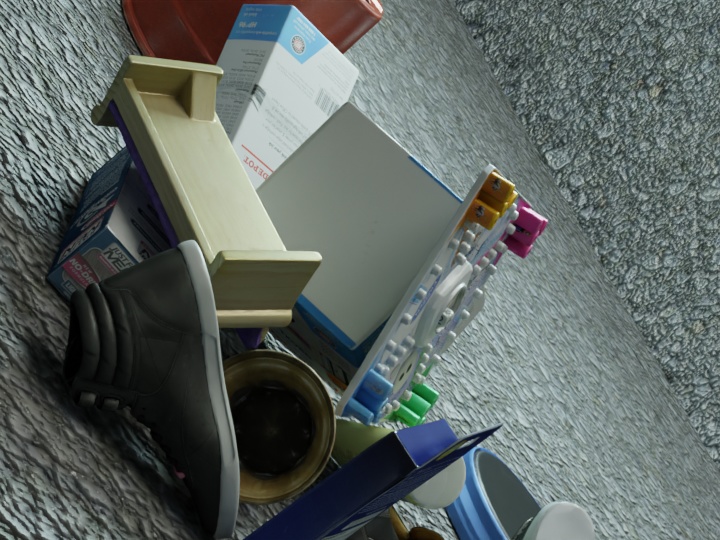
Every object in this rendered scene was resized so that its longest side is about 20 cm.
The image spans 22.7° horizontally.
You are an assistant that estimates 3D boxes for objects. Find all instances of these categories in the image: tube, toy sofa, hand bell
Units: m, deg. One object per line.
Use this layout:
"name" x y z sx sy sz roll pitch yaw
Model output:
"tube" 0.013 0.143 1.376 0.200 0.051 0.059 -179 -92 -65
"toy sofa" -0.115 -0.045 1.228 0.082 0.098 0.201 2 47 -39
"hand bell" -0.055 0.122 1.307 0.105 0.104 0.200 58 1 12

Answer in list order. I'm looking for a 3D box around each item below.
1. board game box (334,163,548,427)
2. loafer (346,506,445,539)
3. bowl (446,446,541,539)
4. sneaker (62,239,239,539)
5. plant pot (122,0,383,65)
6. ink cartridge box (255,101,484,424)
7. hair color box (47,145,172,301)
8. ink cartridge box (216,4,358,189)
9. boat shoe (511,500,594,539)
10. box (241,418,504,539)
"board game box" 0.065 0.028 1.310 0.026 0.201 0.200 32 2 15
"loafer" 0.037 0.227 1.345 0.200 0.072 0.073 43 17 -44
"bowl" 0.147 0.257 1.715 0.201 0.039 0.201 51 14 -18
"sneaker" -0.134 0.085 1.130 0.071 0.098 0.202 -131 -150 -65
"plant pot" -0.095 -0.249 1.746 0.201 0.195 0.201 50 15 -19
"ink cartridge box" 0.000 0.000 1.410 0.147 0.145 0.200 41 -12 18
"hair color box" -0.155 -0.016 1.281 0.100 0.060 0.200 48 15 -17
"ink cartridge box" -0.090 -0.123 1.613 0.067 0.202 0.116 8 -21 40
"boat shoe" 0.119 0.269 1.386 0.068 0.201 0.057 38 -26 -7
"box" -0.006 0.144 1.122 0.033 0.199 0.121 56 14 10
